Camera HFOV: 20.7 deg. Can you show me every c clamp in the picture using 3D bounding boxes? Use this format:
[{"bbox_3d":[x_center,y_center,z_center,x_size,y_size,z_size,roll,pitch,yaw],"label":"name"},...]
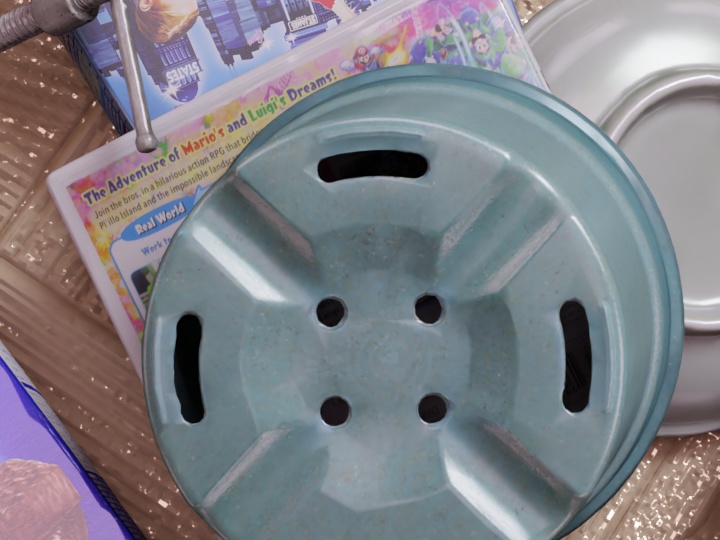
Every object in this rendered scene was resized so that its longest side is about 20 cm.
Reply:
[{"bbox_3d":[-0.171,-0.115,0.832,0.199,0.027,0.172,-12,78,35],"label":"c clamp"}]

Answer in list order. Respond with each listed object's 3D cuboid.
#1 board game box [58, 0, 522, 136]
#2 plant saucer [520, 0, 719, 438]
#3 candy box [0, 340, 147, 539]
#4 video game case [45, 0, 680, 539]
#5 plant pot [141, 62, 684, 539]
[{"bbox_3d":[-0.030,-0.082,0.860,0.199,0.062,0.201,-17,79,-7],"label":"board game box"},{"bbox_3d":[0.138,-0.028,0.826,0.199,0.050,0.201,0,91,-15],"label":"plant saucer"},{"bbox_3d":[-0.194,0.109,0.803,0.169,0.077,0.200,-37,79,-9],"label":"candy box"},{"bbox_3d":[0.000,0.000,0.790,0.199,0.024,0.183,-26,90,7],"label":"video game case"},{"bbox_3d":[0.016,0.022,0.680,0.199,0.196,0.201,0,92,7],"label":"plant pot"}]
